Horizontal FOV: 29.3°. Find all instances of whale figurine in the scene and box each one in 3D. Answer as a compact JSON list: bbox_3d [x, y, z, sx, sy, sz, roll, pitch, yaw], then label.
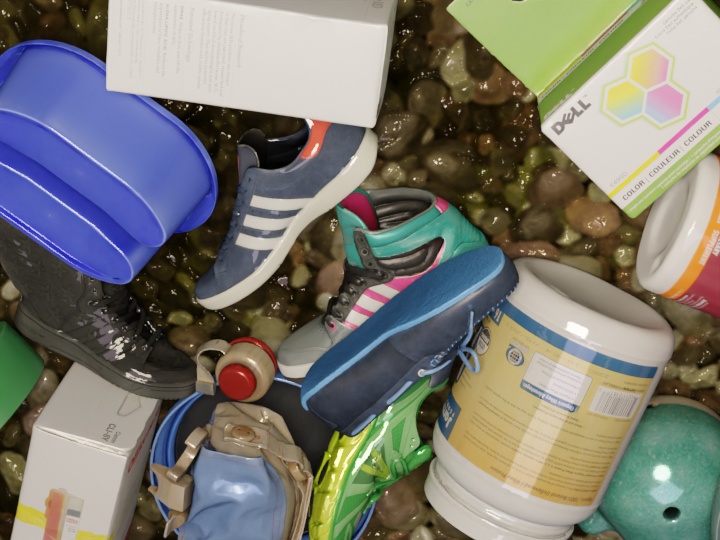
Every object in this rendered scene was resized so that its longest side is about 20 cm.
[{"bbox_3d":[0.259,0.206,1.146,0.158,0.104,0.201,-10,111,9],"label":"whale figurine"}]

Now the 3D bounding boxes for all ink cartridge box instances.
[{"bbox_3d":[0.180,-0.162,1.003,0.200,0.076,0.148,41,111,-14],"label":"ink cartridge box"},{"bbox_3d":[-0.234,0.187,1.161,0.083,0.145,0.201,17,114,-1],"label":"ink cartridge box"}]

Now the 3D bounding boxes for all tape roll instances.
[{"bbox_3d":[-0.344,0.127,1.112,0.200,0.201,0.048,-37,106,19],"label":"tape roll"}]

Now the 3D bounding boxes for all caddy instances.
[{"bbox_3d":[-0.206,-0.087,1.056,0.200,0.105,0.141,37,140,-12],"label":"caddy"}]

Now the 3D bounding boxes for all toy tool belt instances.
[{"bbox_3d":[-0.104,0.167,1.098,0.124,0.123,0.201,9,118,13],"label":"toy tool belt"}]

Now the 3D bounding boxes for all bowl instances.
[{"bbox_3d":[-0.082,0.172,1.198,0.199,0.039,0.202,2,115,4],"label":"bowl"}]

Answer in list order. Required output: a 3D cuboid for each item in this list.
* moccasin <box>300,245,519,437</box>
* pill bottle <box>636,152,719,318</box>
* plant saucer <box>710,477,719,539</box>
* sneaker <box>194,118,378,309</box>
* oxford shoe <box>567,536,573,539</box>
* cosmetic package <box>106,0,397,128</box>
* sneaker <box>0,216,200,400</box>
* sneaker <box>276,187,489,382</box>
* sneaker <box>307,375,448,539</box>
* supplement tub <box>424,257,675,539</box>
[{"bbox_3d":[0.045,0.055,1.046,0.200,0.081,0.068,-35,109,26],"label":"moccasin"},{"bbox_3d":[0.322,-0.004,1.040,0.199,0.114,0.115,21,114,-5],"label":"pill bottle"},{"bbox_3d":[0.351,0.172,1.116,0.199,0.027,0.201,-15,118,-30],"label":"plant saucer"},{"bbox_3d":[-0.078,-0.057,1.071,0.084,0.075,0.200,38,109,-20],"label":"sneaker"},{"bbox_3d":[0.111,0.293,1.176,0.072,0.084,0.201,32,94,-21],"label":"oxford shoe"},{"bbox_3d":[-0.076,-0.169,1.005,0.199,0.113,0.082,6,115,1],"label":"cosmetic package"},{"bbox_3d":[-0.214,0.024,1.130,0.199,0.060,0.105,24,117,2],"label":"sneaker"},{"bbox_3d":[0.000,0.000,1.086,0.199,0.084,0.121,-29,114,8],"label":"sneaker"},{"bbox_3d":[0.014,0.154,1.122,0.083,0.074,0.201,22,99,-12],"label":"sneaker"},{"bbox_3d":[0.143,0.107,1.077,0.144,0.145,0.201,21,105,-5],"label":"supplement tub"}]
